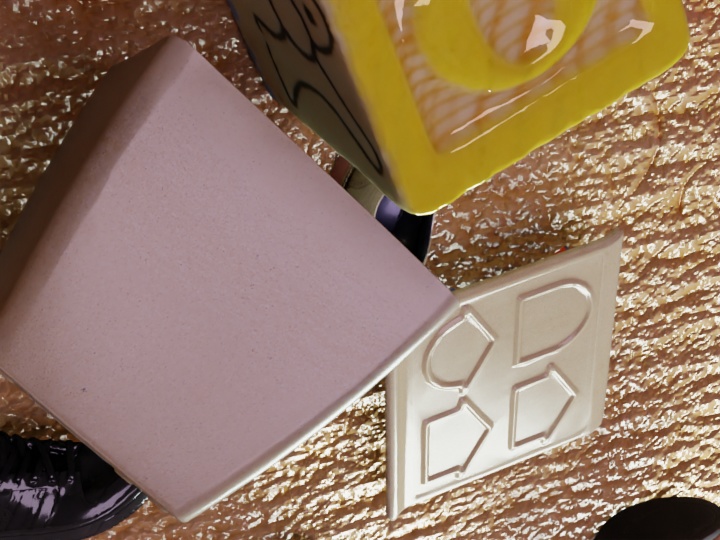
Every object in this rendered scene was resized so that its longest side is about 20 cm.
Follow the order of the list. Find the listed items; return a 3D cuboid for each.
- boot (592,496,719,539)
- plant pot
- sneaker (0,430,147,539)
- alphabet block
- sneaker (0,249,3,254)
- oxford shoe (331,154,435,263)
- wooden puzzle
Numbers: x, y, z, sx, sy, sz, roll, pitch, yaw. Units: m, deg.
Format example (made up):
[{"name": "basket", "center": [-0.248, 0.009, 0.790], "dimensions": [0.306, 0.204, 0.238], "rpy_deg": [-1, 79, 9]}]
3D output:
[{"name": "boot", "center": [0.232, 0.294, 1.381], "dimensions": [0.187, 0.068, 0.201], "rpy_deg": [-34, 127, -10]}, {"name": "plant pot", "center": [-0.102, 0.016, 0.915], "dimensions": [0.200, 0.200, 0.177], "rpy_deg": [42, 80, -14]}, {"name": "sneaker", "center": [-0.229, 0.122, 1.031], "dimensions": [0.198, 0.060, 0.105], "rpy_deg": [-17, 129, 1]}, {"name": "alphabet block", "center": [0.035, -0.183, 0.944], "dimensions": [0.195, 0.200, 0.196], "rpy_deg": [-33, 126, -10]}, {"name": "sneaker", "center": [-0.272, 0.031, 0.971], "dimensions": [0.199, 0.076, 0.093], "rpy_deg": [-33, 119, -13]}, {"name": "oxford shoe", "center": [0.000, 0.000, 1.098], "dimensions": [0.070, 0.074, 0.202], "rpy_deg": [5, 112, -30]}, {"name": "wooden puzzle", "center": [0.093, 0.067, 1.189], "dimensions": [0.199, 0.046, 0.187], "rpy_deg": [-22, 135, -23]}]
